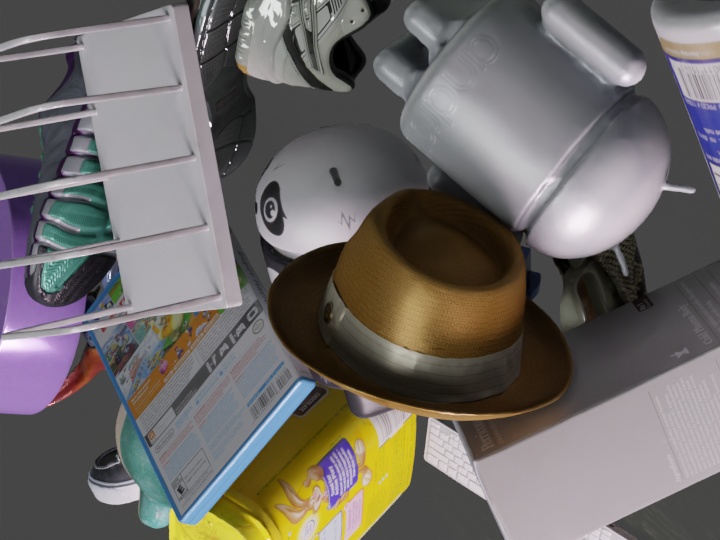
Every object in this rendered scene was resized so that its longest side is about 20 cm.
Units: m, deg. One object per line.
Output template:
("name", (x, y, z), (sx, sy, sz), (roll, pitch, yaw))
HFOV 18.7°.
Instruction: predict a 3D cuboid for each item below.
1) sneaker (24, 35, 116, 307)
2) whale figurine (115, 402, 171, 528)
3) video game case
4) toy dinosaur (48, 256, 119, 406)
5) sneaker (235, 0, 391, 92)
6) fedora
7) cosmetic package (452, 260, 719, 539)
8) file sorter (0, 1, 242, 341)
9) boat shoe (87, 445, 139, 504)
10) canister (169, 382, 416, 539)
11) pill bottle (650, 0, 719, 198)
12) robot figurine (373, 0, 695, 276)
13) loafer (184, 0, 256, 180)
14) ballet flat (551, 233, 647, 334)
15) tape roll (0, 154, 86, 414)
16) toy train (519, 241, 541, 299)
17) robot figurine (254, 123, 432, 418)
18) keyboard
("sneaker", (-0.207, -0.074, 1.592), (0.087, 0.202, 0.074), (18, 177, 45))
("whale figurine", (-0.099, 0.153, 1.672), (0.201, 0.159, 0.104), (58, 174, -33))
("video game case", (-0.116, 0.055, 1.517), (0.143, 0.018, 0.201), (-50, 49, 23))
("toy dinosaur", (-0.158, 0.048, 1.653), (0.181, 0.104, 0.202), (37, 114, 61))
("sneaker", (-0.018, -0.194, 1.336), (0.087, 0.076, 0.201), (18, 138, 5))
("fedora", (0.041, 0.009, 1.287), (0.200, 0.200, 0.082), (26, 120, 25))
("cosmetic package", (0.158, 0.084, 1.319), (0.107, 0.199, 0.091), (-119, 7, -66))
("file sorter", (-0.180, -0.062, 1.452), (0.138, 0.124, 0.202), (-7, 94, 55))
("boat shoe", (-0.166, 0.141, 1.799), (0.199, 0.072, 0.068), (-17, 112, 47))
("canister", (-0.045, 0.166, 1.599), (0.086, 0.200, 0.149), (27, 138, 24))
("pill bottle", (0.243, -0.074, 1.175), (0.119, 0.120, 0.201), (-1, 122, 44))
("robot figurine", (0.103, -0.086, 1.304), (0.200, 0.113, 0.170), (41, 132, 9))
("loafer", (-0.109, -0.147, 1.497), (0.063, 0.072, 0.201), (35, 143, 24))
("ballet flat", (0.163, 0.050, 1.398), (0.067, 0.075, 0.201), (0, 122, 43))
("tape roll", (-0.281, 0.010, 1.709), (0.200, 0.065, 0.202), (-14, 73, 58))
("toy train", (0.102, 0.056, 1.495), (0.045, 0.034, 0.201), (12, 132, 21))
("robot figurine", (-0.002, 0.000, 1.472), (0.149, 0.125, 0.201), (12, 131, 37))
("keyboard", (0.129, 0.172, 1.591), (0.199, 0.011, 0.057), (31, 140, 21))
